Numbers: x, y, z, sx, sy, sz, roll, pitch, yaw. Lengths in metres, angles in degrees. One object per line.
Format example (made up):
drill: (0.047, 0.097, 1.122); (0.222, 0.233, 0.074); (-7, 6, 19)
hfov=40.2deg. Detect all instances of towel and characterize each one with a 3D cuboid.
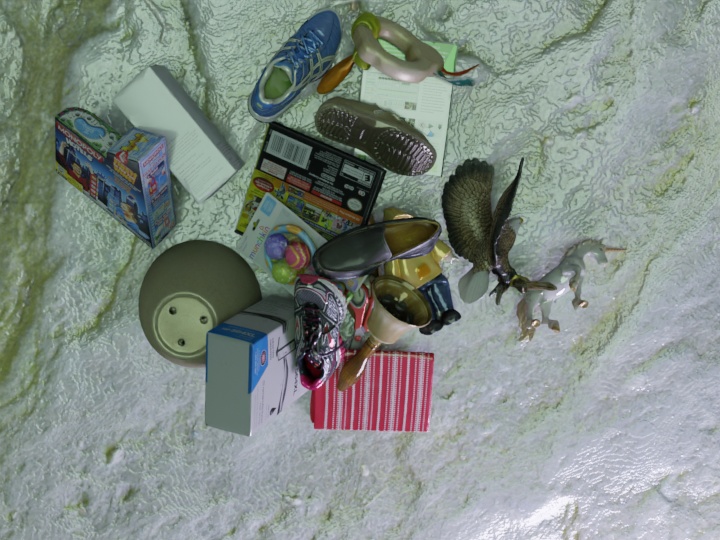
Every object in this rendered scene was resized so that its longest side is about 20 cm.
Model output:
towel: (0.017, 0.192, 1.582); (0.196, 0.023, 0.147); (2, 113, 0)

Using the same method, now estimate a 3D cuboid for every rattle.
rattle: (0.058, -0.277, 1.444); (0.197, 0.131, 0.144); (16, 114, -29)

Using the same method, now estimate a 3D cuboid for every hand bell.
hand bell: (0.016, 0.116, 1.505); (0.103, 0.105, 0.201); (30, 121, -5)

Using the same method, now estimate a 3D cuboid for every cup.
cup: (-0.257, 0.066, 1.511); (0.196, 0.143, 0.204); (0, 102, 1)

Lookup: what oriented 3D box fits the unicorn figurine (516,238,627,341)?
unicorn figurine: (0.315, 0.020, 1.515); (0.198, 0.138, 0.074); (-27, 117, 20)

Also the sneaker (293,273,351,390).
sneaker: (-0.063, 0.091, 1.456); (0.079, 0.075, 0.202); (11, 131, 21)

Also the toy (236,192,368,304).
toy: (-0.097, -0.009, 1.481); (0.199, 0.047, 0.116); (37, 119, 5)

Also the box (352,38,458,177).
box: (0.067, -0.251, 1.499); (0.141, 0.036, 0.204); (7, 103, -1)

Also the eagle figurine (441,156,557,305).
eagle figurine: (0.202, -0.062, 1.493); (0.149, 0.151, 0.203); (-15, 112, 17)

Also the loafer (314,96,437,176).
loafer: (0.026, -0.208, 1.457); (0.198, 0.069, 0.076); (24, 126, -19)

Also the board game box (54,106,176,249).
board game box: (-0.353, -0.155, 1.444); (0.199, 0.200, 0.062); (38, 59, 3)

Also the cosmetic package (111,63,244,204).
cosmetic package: (-0.269, -0.206, 1.473); (0.081, 0.113, 0.201); (-40, 97, 7)

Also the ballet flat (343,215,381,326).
ballet flat: (0.000, 0.000, 1.535); (0.067, 0.063, 0.204); (-9, 101, 1)

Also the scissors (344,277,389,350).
scissors: (0.006, 0.097, 1.549); (0.072, 0.014, 0.203); (1, 122, -7)

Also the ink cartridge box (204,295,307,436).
ink cartridge box: (-0.149, 0.138, 1.483); (0.083, 0.200, 0.149); (10, 108, 22)

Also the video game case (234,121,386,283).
video game case: (-0.079, -0.105, 1.500); (0.197, 0.025, 0.183); (24, 105, 14)

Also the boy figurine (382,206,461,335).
boy figurine: (0.093, -0.008, 1.528); (0.123, 0.064, 0.203); (-23, 100, -7)

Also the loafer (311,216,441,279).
loafer: (0.025, -0.040, 1.431); (0.197, 0.072, 0.074); (-19, 81, -16)

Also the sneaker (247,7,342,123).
sneaker: (-0.091, -0.304, 1.459); (0.075, 0.077, 0.201); (36, 85, -6)
